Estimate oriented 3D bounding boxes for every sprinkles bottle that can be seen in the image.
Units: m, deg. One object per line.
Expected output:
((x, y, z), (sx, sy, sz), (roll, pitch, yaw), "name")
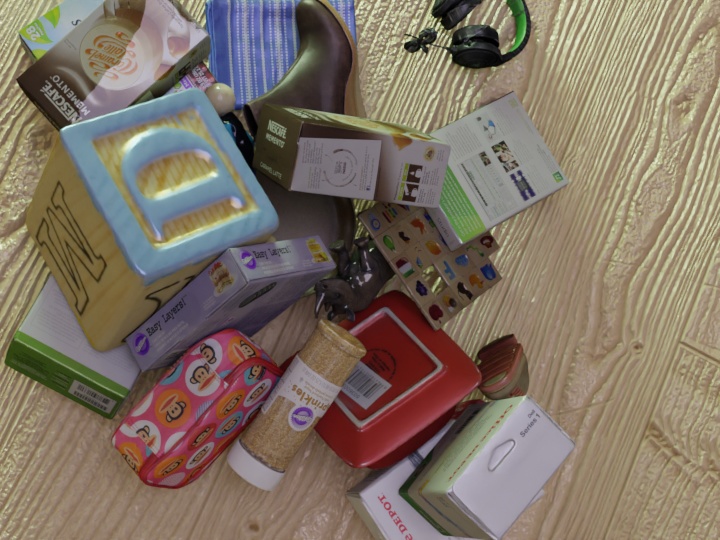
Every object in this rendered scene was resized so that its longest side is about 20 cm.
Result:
((-0.074, 0.154, 1.579), (0.068, 0.068, 0.201), (33, 96, -7), "sprinkles bottle")

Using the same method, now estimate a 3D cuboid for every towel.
((-0.098, -0.278, 1.749), (0.198, 0.024, 0.146), (-2, 84, -14), "towel")

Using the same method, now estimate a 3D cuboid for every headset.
((0.142, -0.321, 1.778), (0.199, 0.094, 0.124), (-24, 89, -27), "headset")

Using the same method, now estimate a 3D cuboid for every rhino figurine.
((0.000, 0.000, 1.682), (0.200, 0.059, 0.088), (-48, 127, -42), "rhino figurine")

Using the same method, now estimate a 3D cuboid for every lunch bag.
((-0.181, 0.164, 1.598), (0.200, 0.176, 0.082), (-45, 71, 1), "lunch bag")

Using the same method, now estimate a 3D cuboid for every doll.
((-0.147, -0.125, 1.638), (0.048, 0.136, 0.202), (-12, 95, 11), "doll")

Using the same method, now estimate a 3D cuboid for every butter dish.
((0.029, 0.159, 1.669), (0.199, 0.149, 0.200), (-33, 50, -15), "butter dish")

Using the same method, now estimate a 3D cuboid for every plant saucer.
((-0.104, -0.061, 1.715), (0.198, 0.032, 0.203), (2, 83, -13), "plant saucer")

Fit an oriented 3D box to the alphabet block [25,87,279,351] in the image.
((-0.240, -0.056, 1.551), (0.194, 0.200, 0.197), (-21, 75, -34), "alphabet block")

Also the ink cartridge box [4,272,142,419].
((-0.308, 0.051, 1.631), (0.147, 0.076, 0.201), (29, 56, -9), "ink cartridge box")

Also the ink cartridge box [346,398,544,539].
((0.103, 0.277, 1.694), (0.199, 0.084, 0.145), (-35, 92, -17), "ink cartridge box")

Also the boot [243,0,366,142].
((-0.076, -0.229, 1.683), (0.166, 0.072, 0.202), (-26, 101, -39), "boot")

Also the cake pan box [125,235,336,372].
((-0.148, 0.039, 1.575), (0.184, 0.200, 0.053), (-9, 64, -56), "cake pan box")

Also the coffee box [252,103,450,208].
((-0.011, -0.134, 1.605), (0.198, 0.114, 0.081), (5, 104, -30), "coffee box")

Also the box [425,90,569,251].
((0.157, -0.130, 1.759), (0.199, 0.036, 0.145), (-28, 84, -31), "box")

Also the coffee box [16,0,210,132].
((-0.284, -0.238, 1.593), (0.200, 0.080, 0.114), (-44, 90, -9), "coffee box")

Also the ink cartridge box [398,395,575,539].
((0.140, 0.226, 1.563), (0.084, 0.200, 0.145), (44, 74, -4), "ink cartridge box")

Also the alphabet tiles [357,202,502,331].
((0.098, -0.033, 1.717), (0.168, 0.008, 0.200), (55, 41, 1), "alphabet tiles")

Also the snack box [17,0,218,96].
((-0.291, -0.246, 1.669), (0.168, 0.068, 0.201), (-35, 88, -12), "snack box")

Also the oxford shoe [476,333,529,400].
((0.183, 0.133, 1.681), (0.070, 0.200, 0.075), (-27, 95, 13), "oxford shoe")
